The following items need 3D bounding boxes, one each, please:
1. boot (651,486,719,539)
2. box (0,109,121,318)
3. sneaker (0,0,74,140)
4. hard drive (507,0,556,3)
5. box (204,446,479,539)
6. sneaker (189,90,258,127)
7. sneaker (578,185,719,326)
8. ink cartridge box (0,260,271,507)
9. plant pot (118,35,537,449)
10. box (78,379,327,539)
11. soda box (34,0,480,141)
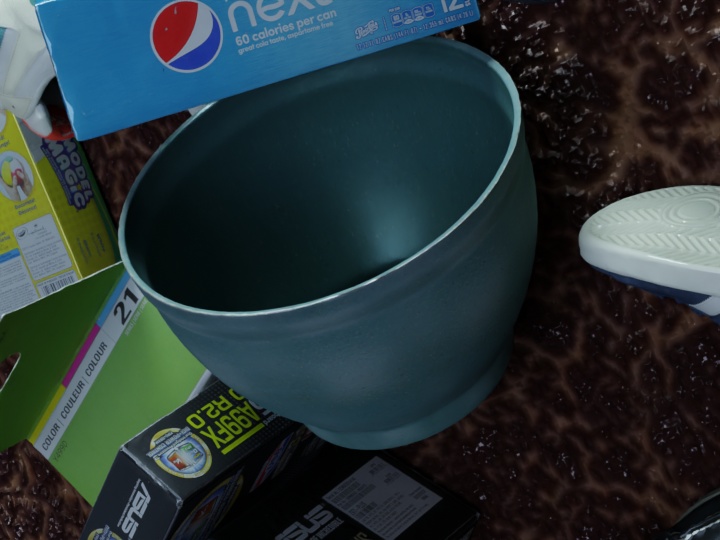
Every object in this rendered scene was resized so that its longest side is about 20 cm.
[{"bbox_3d":[0.130,0.182,0.938,0.203,0.154,0.074,-41,82,35],"label":"boot"},{"bbox_3d":[-0.221,-0.070,1.146,0.117,0.048,0.201,-18,98,36],"label":"box"},{"bbox_3d":[-0.188,-0.107,1.015,0.199,0.070,0.094,-11,95,28],"label":"sneaker"},{"bbox_3d":[0.098,-0.200,0.862,0.200,0.042,0.135,-27,91,58],"label":"hard drive"},{"bbox_3d":[-0.041,0.203,1.026,0.086,0.200,0.164,31,120,19],"label":"box"},{"bbox_3d":[-0.082,-0.169,1.015,0.081,0.076,0.201,7,108,47],"label":"sneaker"},{"bbox_3d":[0.190,0.019,0.900,0.199,0.075,0.085,14,130,36],"label":"sneaker"},{"bbox_3d":[-0.125,0.066,1.034,0.076,0.200,0.148,42,123,13],"label":"ink cartridge box"},{"bbox_3d":[0.000,0.000,0.956,0.199,0.201,0.135,3,134,32],"label":"plant pot"},{"bbox_3d":[-0.091,0.137,1.049,0.044,0.160,0.200,39,128,15],"label":"box"},{"bbox_3d":[-0.050,-0.124,0.937,0.199,0.064,0.068,-18,103,-6],"label":"soda box"}]
